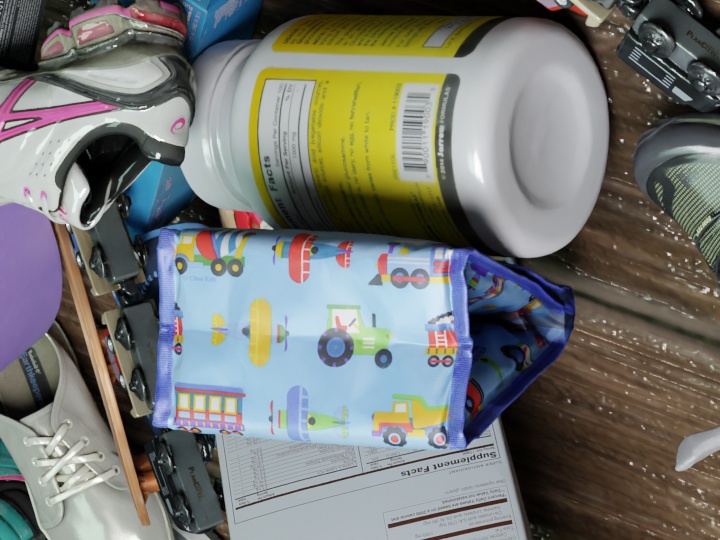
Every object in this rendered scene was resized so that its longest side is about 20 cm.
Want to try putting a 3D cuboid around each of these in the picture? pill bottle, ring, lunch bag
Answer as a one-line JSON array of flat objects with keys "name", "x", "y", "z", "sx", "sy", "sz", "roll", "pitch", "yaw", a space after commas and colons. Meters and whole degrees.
[{"name": "pill bottle", "x": 0.011, "y": -0.067, "z": 1.429, "sx": 0.199, "sy": 0.112, "sz": 0.113, "roll": 5, "pitch": 128, "yaw": 38}, {"name": "ring", "x": -0.143, "y": 0.045, "z": 1.664, "sx": 0.200, "sy": 0.019, "sz": 0.202, "roll": 164, "pitch": 90, "yaw": -84}, {"name": "lunch bag", "x": 0.009, "y": 0.025, "z": 1.402, "sx": 0.150, "sy": 0.200, "sz": 0.095, "roll": 3, "pitch": 94, "yaw": 19}]

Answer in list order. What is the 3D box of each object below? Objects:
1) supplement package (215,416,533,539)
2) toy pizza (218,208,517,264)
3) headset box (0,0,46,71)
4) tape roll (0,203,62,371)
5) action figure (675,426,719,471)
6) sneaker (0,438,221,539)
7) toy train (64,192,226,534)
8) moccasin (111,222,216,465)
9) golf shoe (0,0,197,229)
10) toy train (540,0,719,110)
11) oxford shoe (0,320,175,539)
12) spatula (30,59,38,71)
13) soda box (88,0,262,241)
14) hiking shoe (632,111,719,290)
[{"name": "supplement package", "x": 0.019, "y": 0.160, "z": 1.506, "sx": 0.146, "sy": 0.201, "sz": 0.192, "roll": -14, "pitch": 134, "yaw": 2}, {"name": "toy pizza", "x": 0.000, "y": 0.000, "z": 1.569, "sx": 0.199, "sy": 0.032, "sz": 0.201, "roll": 25, "pitch": 138, "yaw": 25}, {"name": "headset box", "x": -0.234, "y": -0.198, "z": 1.519, "sx": 0.201, "sy": 0.075, "sz": 0.149, "roll": 58, "pitch": 149, "yaw": 28}, {"name": "tape roll", "x": -0.269, "y": -0.017, "z": 1.672, "sx": 0.199, "sy": 0.085, "sz": 0.201, "roll": 26, "pitch": 138, "yaw": 26}, {"name": "action figure", "x": 0.257, "y": 0.152, "z": 1.386, "sx": 0.193, "sy": 0.105, "sz": 0.200, "roll": 28, "pitch": -173, "yaw": -28}, {"name": "sneaker", "x": -0.174, "y": 0.182, "z": 1.821, "sx": 0.199, "sy": 0.121, "sz": 0.084, "roll": 29, "pitch": 140, "yaw": 19}, {"name": "toy train", "x": -0.114, "y": 0.042, "z": 1.547, "sx": 0.201, "sy": 0.034, "sz": 0.046, "roll": 71, "pitch": 159, "yaw": 6}, {"name": "moccasin", "x": -0.090, "y": 0.046, "z": 1.639, "sx": 0.200, "sy": 0.080, "sz": 0.069, "roll": 83, "pitch": 174, "yaw": -60}, {"name": "golf shoe", "x": -0.161, "y": -0.059, "z": 1.471, "sx": 0.199, "sy": 0.072, "sz": 0.093, "roll": -27, "pitch": 61, "yaw": 39}, {"name": "toy train", "x": 0.092, "y": -0.141, "z": 1.346, "sx": 0.200, "sy": 0.034, "sz": 0.046, "roll": 39, "pitch": 153, "yaw": 6}, {"name": "oxford shoe", "x": -0.173, "y": 0.113, "z": 1.760, "sx": 0.201, "sy": 0.075, "sz": 0.058, "roll": 63, "pitch": -175, "yaw": 5}, {"name": "spatula", "x": -0.171, "y": -0.119, "z": 1.556, "sx": 0.057, "sy": 0.020, "sz": 0.201, "roll": 125, "pitch": 134, "yaw": -57}, {"name": "soda box", "x": -0.106, "y": -0.103, "z": 1.545, "sx": 0.068, "sy": 0.064, "sz": 0.200, "roll": 36, "pitch": 141, "yaw": 12}, {"name": "hiking shoe", "x": 0.197, "y": 0.009, "z": 1.341, "sx": 0.200, "sy": 0.101, "sz": 0.076, "roll": 38, "pitch": 141, "yaw": 8}]
